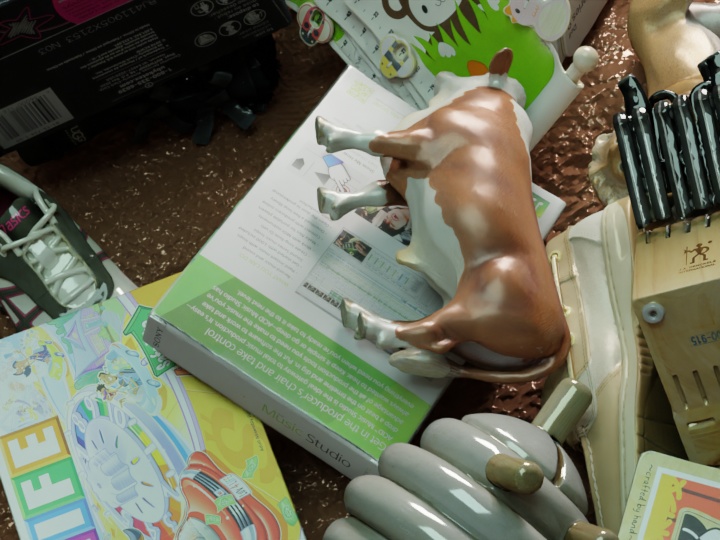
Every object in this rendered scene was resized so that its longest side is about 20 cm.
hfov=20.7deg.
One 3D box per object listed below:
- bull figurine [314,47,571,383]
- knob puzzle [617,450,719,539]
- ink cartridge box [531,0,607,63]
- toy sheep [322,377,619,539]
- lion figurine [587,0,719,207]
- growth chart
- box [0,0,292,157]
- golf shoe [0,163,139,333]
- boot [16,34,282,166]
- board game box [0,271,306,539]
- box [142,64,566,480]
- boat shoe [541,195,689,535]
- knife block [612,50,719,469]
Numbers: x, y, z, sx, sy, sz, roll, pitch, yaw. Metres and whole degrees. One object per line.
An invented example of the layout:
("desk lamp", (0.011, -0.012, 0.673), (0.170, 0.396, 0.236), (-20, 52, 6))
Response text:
("bull figurine", (0.043, -0.031, 0.995), (0.121, 0.065, 0.201), (-7, 55, -10))
("knob puzzle", (0.198, 0.187, 0.863), (0.218, 0.030, 0.221), (-1, 70, 3))
("ink cartridge box", (0.059, -0.217, 1.172), (0.199, 0.088, 0.146), (18, 57, 24))
("toy sheep", (0.048, 0.134, 0.911), (0.138, 0.138, 0.200), (35, 76, 32))
("lion figurine", (0.182, -0.113, 1.091), (0.122, 0.073, 0.200), (-20, 37, 20))
("growth chart", (0.037, -0.136, 1.093), (0.200, 0.145, 0.018), (45, 40, 21))
("box", (-0.160, -0.171, 1.100), (0.199, 0.132, 0.115), (-23, 62, 5))
("golf shoe", (-0.170, 0.009, 1.087), (0.077, 0.088, 0.200), (-42, 58, -16))
("boot", (-0.141, -0.161, 1.203), (0.162, 0.073, 0.199), (-17, 61, 7))
("board game box", (-0.108, 0.111, 0.994), (0.134, 0.034, 0.201), (-21, 67, -6))
("box", (0.000, 0.000, 1.024), (0.144, 0.036, 0.200), (33, 56, 6))
("boat shoe", (0.125, 0.062, 0.984), (0.069, 0.074, 0.201), (-19, 54, 32))
("knife block", (0.180, 0.000, 0.967), (0.064, 0.201, 0.176), (-14, 27, 20))
